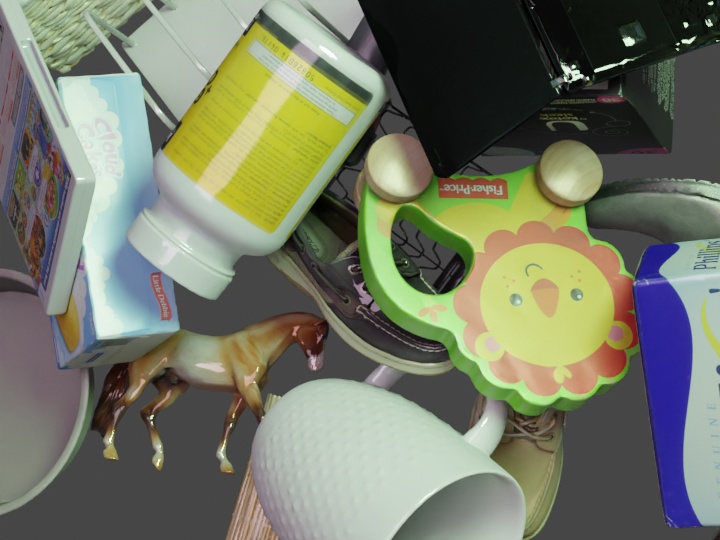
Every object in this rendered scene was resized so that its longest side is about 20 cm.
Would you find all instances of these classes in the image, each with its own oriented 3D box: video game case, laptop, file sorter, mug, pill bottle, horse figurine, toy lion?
[{"bbox_3d":[-0.245,-0.087,1.551,0.018,0.143,0.200,-7,50,-26],"label":"video game case"},{"bbox_3d":[0.117,-0.184,1.396,0.200,0.103,0.177,-20,75,-13],"label":"laptop"},{"bbox_3d":[-0.095,-0.204,1.618,0.200,0.125,0.139,-40,71,8],"label":"file sorter"},{"bbox_3d":[0.023,0.140,1.495,0.200,0.148,0.175,-52,50,-1],"label":"mug"},{"bbox_3d":[-0.076,-0.082,1.473,0.112,0.112,0.200,39,97,19],"label":"pill bottle"},{"bbox_3d":[-0.125,0.090,1.612,0.200,0.050,0.133,-1,67,24],"label":"horse figurine"},{"bbox_3d":[0.099,0.006,1.462,0.200,0.069,0.192,2,70,-11],"label":"toy lion"}]

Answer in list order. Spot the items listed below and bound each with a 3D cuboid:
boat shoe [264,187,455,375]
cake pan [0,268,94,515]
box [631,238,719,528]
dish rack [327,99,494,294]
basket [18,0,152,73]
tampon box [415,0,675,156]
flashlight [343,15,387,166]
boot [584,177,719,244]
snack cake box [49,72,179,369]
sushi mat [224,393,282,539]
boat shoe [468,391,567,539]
[{"bbox_3d":[0.000,0.000,1.506,0.072,0.065,0.200,-30,55,-28],"label":"boat shoe"},{"bbox_3d":[-0.294,0.099,1.663,0.200,0.037,0.200,-5,78,24],"label":"cake pan"},{"bbox_3d":[0.298,0.071,1.421,0.200,0.105,0.184,-6,104,16],"label":"box"},{"bbox_3d":[0.033,-0.038,1.586,0.200,0.055,0.153,37,93,19],"label":"dish rack"},{"bbox_3d":[-0.253,-0.297,1.665,0.198,0.161,0.200,-38,73,8],"label":"basket"},{"bbox_3d":[0.137,-0.161,1.497,0.150,0.200,0.126,1,81,18],"label":"tampon box"},{"bbox_3d":[0.021,-0.176,1.556,0.200,0.068,0.068,-59,34,-5],"label":"flashlight"},{"bbox_3d":[0.250,0.001,1.507,0.200,0.070,0.132,2,87,23],"label":"boot"},{"bbox_3d":[-0.197,-0.036,1.568,0.067,0.115,0.200,-5,78,-23],"label":"snack cake box"},{"bbox_3d":[-0.057,0.202,1.594,0.096,0.012,0.200,15,85,18],"label":"sushi mat"},{"bbox_3d":[0.118,0.099,1.520,0.072,0.065,0.200,8,86,3],"label":"boat shoe"}]
